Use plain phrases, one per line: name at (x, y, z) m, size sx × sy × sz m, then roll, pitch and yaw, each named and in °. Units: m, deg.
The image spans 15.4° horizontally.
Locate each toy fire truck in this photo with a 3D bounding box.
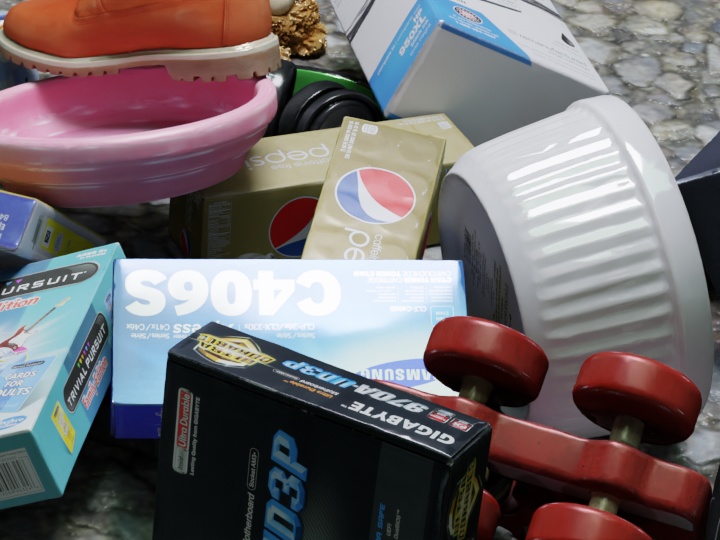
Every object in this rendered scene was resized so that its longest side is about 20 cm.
toy fire truck at (0.094, 0.116, 1.412) m, size 0.199 × 0.168 × 0.112 m, roll 14°, pitch 67°, yaw 14°

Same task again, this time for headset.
headset at (-0.050, -0.094, 1.834) m, size 0.123 × 0.094 × 0.200 m, roll 24°, pitch 21°, yaw 28°

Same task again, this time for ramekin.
ramekin at (0.120, 0.007, 1.555) m, size 0.105 × 0.201 × 0.200 m, roll -15°, pitch 35°, yaw -11°

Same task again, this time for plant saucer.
plant saucer at (-0.150, -0.083, 1.661) m, size 0.200 × 0.051 × 0.201 m, roll -4°, pitch 18°, yaw 1°

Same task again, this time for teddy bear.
teddy bear at (-0.113, -0.181, 1.950) m, size 0.199 × 0.067 × 0.145 m, roll -9°, pitch 36°, yaw -21°

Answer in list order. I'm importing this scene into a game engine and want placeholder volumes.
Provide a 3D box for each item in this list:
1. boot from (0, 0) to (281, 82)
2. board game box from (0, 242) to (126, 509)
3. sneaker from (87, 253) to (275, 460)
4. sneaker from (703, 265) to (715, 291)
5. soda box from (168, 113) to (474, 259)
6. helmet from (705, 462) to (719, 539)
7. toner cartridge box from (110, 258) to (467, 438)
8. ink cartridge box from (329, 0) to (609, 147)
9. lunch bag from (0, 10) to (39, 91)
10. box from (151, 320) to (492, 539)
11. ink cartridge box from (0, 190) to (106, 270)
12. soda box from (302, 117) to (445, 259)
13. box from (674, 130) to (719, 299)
boot at (-0.148, -0.179, 1.709) m, size 0.199 × 0.108 × 0.075 m, roll 1°, pitch 20°, yaw 23°
board game box at (-0.218, 0.067, 1.493) m, size 0.150 × 0.047 × 0.200 m, roll -13°, pitch 27°, yaw 17°
sneaker at (-0.108, 0.042, 1.581) m, size 0.090 × 0.076 × 0.200 m, roll 8°, pitch 28°, yaw 20°
sneaker at (0.177, -0.049, 1.762) m, size 0.199 × 0.084 × 0.121 m, roll 6°, pitch 41°, yaw 4°
soda box at (-0.024, -0.050, 1.748) m, size 0.199 × 0.064 × 0.068 m, roll -8°, pitch 33°, yaw -21°
helmet at (0.270, 0.161, 1.321) m, size 0.199 × 0.191 × 0.200 m, roll -12°, pitch 14°, yaw 3°
toner cartridge box at (-0.040, 0.043, 1.484) m, size 0.199 × 0.043 × 0.095 m, roll 0°, pitch 60°, yaw -5°
ink cartridge box at (0.072, -0.163, 1.883) m, size 0.144 × 0.084 × 0.200 m, roll 20°, pitch 24°, yaw -25°
lunch bag at (-0.320, -0.122, 1.791) m, size 0.200 × 0.076 × 0.160 m, roll -22°, pitch 15°, yaw -39°
box at (-0.025, 0.142, 1.299) m, size 0.159 × 0.201 × 0.046 m, roll 20°, pitch 29°, yaw 23°
ink cartridge box at (-0.276, -0.039, 1.613) m, size 0.197 × 0.047 × 0.200 m, roll 13°, pitch -8°, yaw 12°
soda box at (0.000, 0.000, 1.611) m, size 0.067 × 0.064 × 0.200 m, roll 12°, pitch 46°, yaw 3°
box at (0.300, -0.043, 1.671) m, size 0.104 × 0.148 × 0.200 m, roll -17°, pitch 15°, yaw 38°
